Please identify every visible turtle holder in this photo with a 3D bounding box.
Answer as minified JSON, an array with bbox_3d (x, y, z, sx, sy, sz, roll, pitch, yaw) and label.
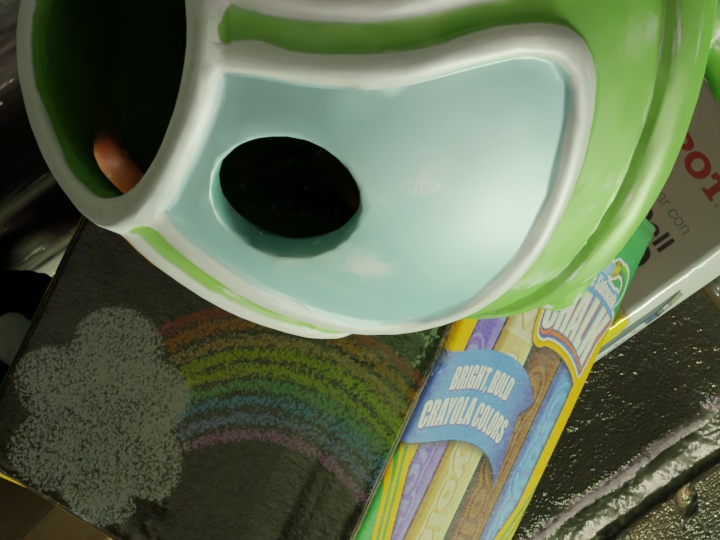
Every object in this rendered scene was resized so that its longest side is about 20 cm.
[{"bbox_3d":[0.008,-0.062,0.474,0.131,0.142,0.185,-8,166,-36],"label":"turtle holder"}]

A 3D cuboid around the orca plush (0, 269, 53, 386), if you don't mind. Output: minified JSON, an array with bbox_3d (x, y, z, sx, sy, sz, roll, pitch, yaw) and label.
[{"bbox_3d":[-0.177,0.050,0.665,0.199,0.071,0.105,-31,-164,6],"label":"orca plush"}]

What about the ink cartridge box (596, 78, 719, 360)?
[{"bbox_3d":[0.041,-0.021,0.840,0.200,0.146,0.088,-34,172,-2],"label":"ink cartridge box"}]

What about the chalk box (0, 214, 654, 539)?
[{"bbox_3d":[0.000,0.000,0.653,0.201,0.124,0.124,-63,155,-3],"label":"chalk box"}]

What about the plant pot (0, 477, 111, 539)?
[{"bbox_3d":[-0.164,0.119,0.940,0.201,0.093,0.201,-47,178,-3],"label":"plant pot"}]
